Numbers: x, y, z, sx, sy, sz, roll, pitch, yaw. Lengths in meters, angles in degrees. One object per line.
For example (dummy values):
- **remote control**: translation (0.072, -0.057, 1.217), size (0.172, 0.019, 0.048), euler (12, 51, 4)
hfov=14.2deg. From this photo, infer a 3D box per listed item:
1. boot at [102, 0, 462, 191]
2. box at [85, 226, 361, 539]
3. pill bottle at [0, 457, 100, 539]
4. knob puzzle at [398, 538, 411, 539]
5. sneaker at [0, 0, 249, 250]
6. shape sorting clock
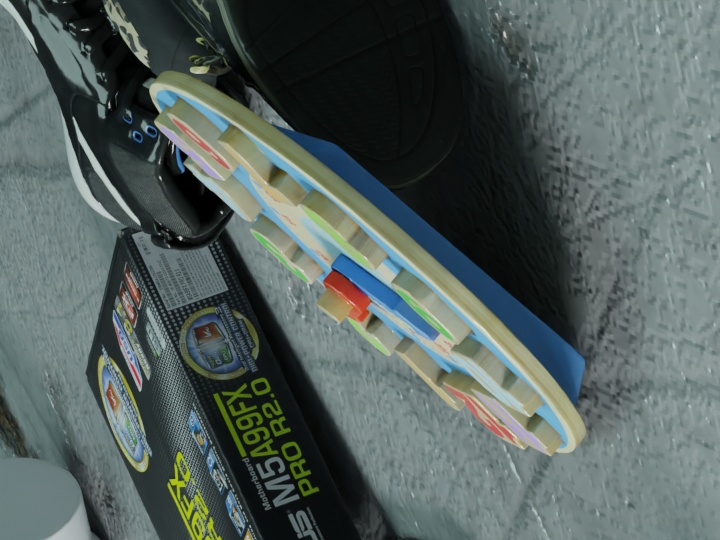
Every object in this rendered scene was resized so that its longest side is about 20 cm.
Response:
- **boot**: translation (-0.037, -0.096, 1.091), size (0.204, 0.073, 0.154), euler (54, 164, 13)
- **box**: translation (-0.063, 0.093, 1.339), size (0.200, 0.044, 0.160), euler (64, 159, 19)
- **pill bottle**: translation (-0.191, 0.215, 1.681), size (0.114, 0.114, 0.200), euler (39, 144, 50)
- **knob puzzle**: translation (0.052, 0.203, 1.218), size (0.220, 0.030, 0.220), euler (50, 152, 39)
- **sneaker**: translation (-0.098, -0.103, 1.226), size (0.112, 0.073, 0.200), euler (23, 140, 56)
- **shape sorting clock**: translation (0.000, 0.000, 1.037), size (0.200, 0.039, 0.200), euler (37, 174, 5)
